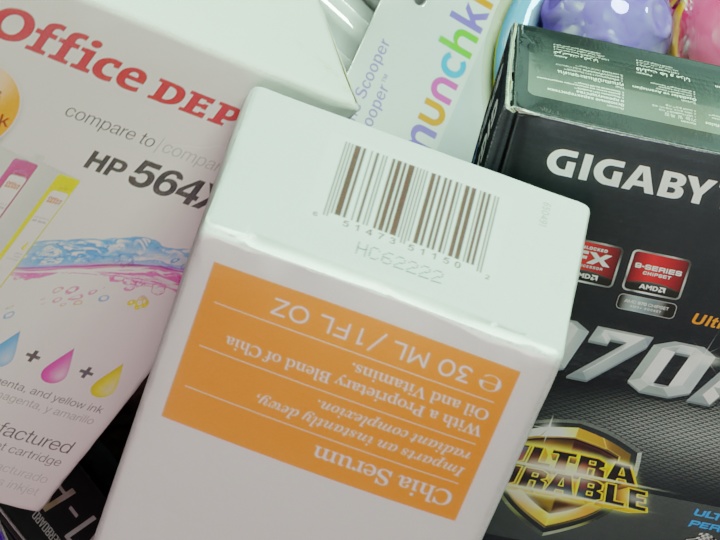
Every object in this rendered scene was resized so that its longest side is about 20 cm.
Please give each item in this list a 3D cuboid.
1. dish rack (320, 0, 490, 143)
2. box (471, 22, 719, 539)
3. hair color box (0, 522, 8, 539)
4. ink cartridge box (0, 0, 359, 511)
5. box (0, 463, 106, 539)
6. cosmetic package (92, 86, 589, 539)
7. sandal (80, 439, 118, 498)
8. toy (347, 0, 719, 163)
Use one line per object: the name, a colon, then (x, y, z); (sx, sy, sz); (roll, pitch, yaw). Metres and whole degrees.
dish rack: (0.000, 0.000, 0.938); (0.200, 0.044, 0.172); (43, 123, -3)
box: (0.119, 0.024, 0.862); (0.199, 0.046, 0.160); (12, 127, -5)
hair color box: (-0.194, 0.039, 1.007); (0.200, 0.065, 0.110); (40, 154, 40)
ink cartridge box: (-0.103, -0.053, 0.857); (0.128, 0.126, 0.200); (19, 124, -33)
box: (-0.170, 0.118, 1.157); (0.199, 0.044, 0.161); (-20, 112, 44)
cosmetic package: (-0.018, 0.060, 0.831); (0.101, 0.071, 0.201); (19, 127, -2)
sandal: (-0.174, 0.063, 1.171); (0.200, 0.043, 0.076); (36, 131, -7)
toy: (0.103, -0.050, 0.884); (0.199, 0.116, 0.047); (28, 165, -16)
